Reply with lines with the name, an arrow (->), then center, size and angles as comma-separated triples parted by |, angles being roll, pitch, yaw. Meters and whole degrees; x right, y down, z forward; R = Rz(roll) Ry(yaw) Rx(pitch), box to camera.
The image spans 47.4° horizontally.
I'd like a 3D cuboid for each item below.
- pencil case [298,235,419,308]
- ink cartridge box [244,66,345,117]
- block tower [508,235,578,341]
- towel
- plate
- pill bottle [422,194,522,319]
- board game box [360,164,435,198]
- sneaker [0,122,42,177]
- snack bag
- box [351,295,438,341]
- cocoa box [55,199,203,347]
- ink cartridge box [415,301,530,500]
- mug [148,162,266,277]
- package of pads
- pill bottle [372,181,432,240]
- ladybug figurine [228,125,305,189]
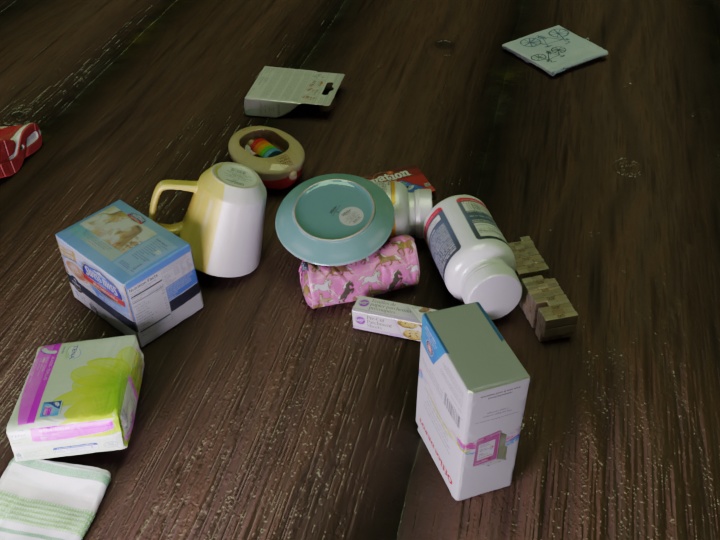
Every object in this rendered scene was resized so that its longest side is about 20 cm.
pencil case -> 0.000, 0.000, 1.333 | 0.197, 0.088, 0.083 | -11, 22, -11
ink cartridge box -> -0.147, -0.401, 1.861 | 0.197, 0.051, 0.162 | 9, 41, 8
block tower -> 0.277, 0.029, 1.301 | 0.057, 0.055, 0.201 | -8, 39, -7
towel -> -0.416, 0.321, 1.017 | 0.147, 0.031, 0.201 | 5, 41, 11
plate -> -0.042, -0.093, 1.336 | 0.197, 0.026, 0.202 | -2, 51, 2
pill bottle -> 0.181, -0.019, 1.314 | 0.118, 0.121, 0.201 | -10, 40, -8
board game box -> 0.033, -0.150, 1.561 | 0.197, 0.020, 0.103 | -15, 40, -13
sneaker -> -0.763, -0.245, 1.705 | 0.114, 0.079, 0.200 | 0, 27, 18
snack bag -> 0.475, -0.535, 1.992 | 0.187, 0.022, 0.200 | -23, 43, -21
box -> 0.085, 0.081, 1.263 | 0.197, 0.042, 0.039 | 11, 41, 15
cocoa box -> -0.371, 0.000, 1.320 | 0.199, 0.133, 0.133 | 29, 49, 33
ink cartridge box -> 0.134, 0.166, 1.034 | 0.083, 0.202, 0.145 | -11, 40, -15
mug -> -0.237, -0.090, 1.362 | 0.185, 0.155, 0.149 | -15, 46, -43
package of pads -> -0.387, 0.171, 1.145 | 0.152, 0.069, 0.201 | -6, 30, -5
pill bottle -> 0.026, -0.096, 1.423 | 0.196, 0.114, 0.114 | -2, 39, 2
ladybug figurine -> -0.183, -0.218, 1.616 | 0.134, 0.073, 0.200 | -24, 43, -24
